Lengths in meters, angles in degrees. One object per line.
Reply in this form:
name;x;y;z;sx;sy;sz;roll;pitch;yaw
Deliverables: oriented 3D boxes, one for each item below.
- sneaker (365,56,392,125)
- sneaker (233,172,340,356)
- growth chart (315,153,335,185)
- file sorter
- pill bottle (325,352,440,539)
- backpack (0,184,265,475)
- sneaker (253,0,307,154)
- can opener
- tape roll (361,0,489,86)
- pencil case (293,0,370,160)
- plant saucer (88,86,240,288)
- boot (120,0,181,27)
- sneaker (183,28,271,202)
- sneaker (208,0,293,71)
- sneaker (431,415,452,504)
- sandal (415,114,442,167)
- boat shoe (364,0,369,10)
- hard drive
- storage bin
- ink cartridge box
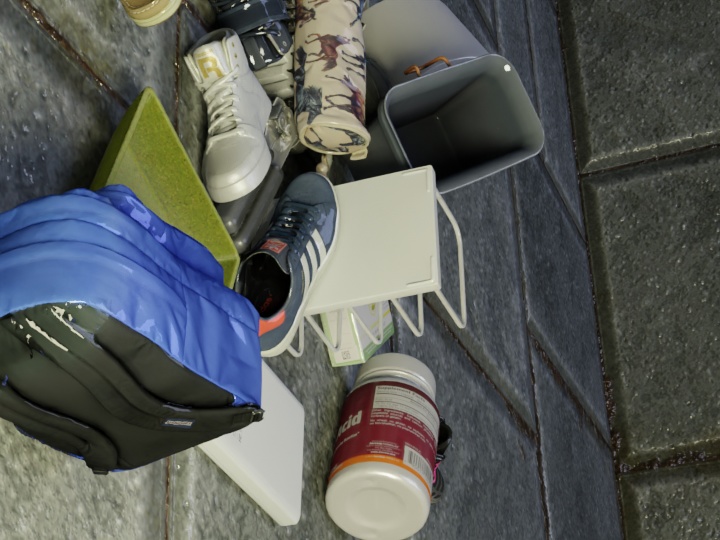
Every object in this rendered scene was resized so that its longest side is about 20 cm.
sneaker;-0.044;-0.239;1.626;0.200;0.075;0.079;47;24;16
sneaker;-0.075;-0.019;1.381;0.085;0.075;0.201;63;39;-60
growth chart;-0.036;-0.107;1.610;0.200;0.018;0.145;-95;178;-55
file sorter;0.000;0.000;1.470;0.125;0.199;0.139;55;29;-54
pill bottle;0.029;0.192;1.572;0.200;0.114;0.115;-79;151;-52
backpack;-0.187;0.031;0.955;0.200;0.162;0.169;35;35;-47
sneaker;-0.087;-0.218;1.571;0.090;0.066;0.201;39;44;-71
can opener;-0.116;-0.099;1.436;0.053;0.067;0.201;65;35;-39
tape roll;0.067;-0.222;1.751;0.139;0.202;0.203;55;3;34
pencil case;-0.028;-0.219;1.510;0.089;0.078;0.201;14;64;-35
plant saucer;-0.177;-0.018;1.183;0.201;0.048;0.200;-80;153;-50
boot;-0.218;-0.324;1.218;0.155;0.072;0.201;43;34;-62
sneaker;-0.138;-0.159;1.369;0.200;0.073;0.116;-94;161;-54
sneaker;-0.132;-0.278;1.441;0.202;0.077;0.147;-20;95;-73
sneaker;0.078;0.226;1.743;0.200;0.087;0.074;61;24;-43
sandal;0.059;-0.094;1.674;0.202;0.057;0.080;-62;146;-16
boat shoe;-0.048;-0.372;1.789;0.200;0.074;0.067;58;39;-43
hard drive;-0.105;0.141;1.335;0.200;0.026;0.132;56;28;-50
storage bin;0.077;-0.151;1.575;0.199;0.134;0.146;-24;88;-37
ink cartridge box;-0.019;-0.001;1.663;0.146;0.048;0.201;-37;116;-70
